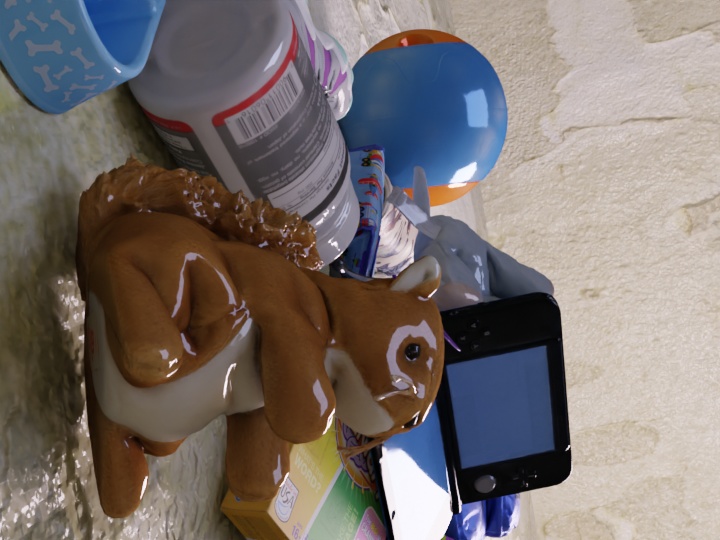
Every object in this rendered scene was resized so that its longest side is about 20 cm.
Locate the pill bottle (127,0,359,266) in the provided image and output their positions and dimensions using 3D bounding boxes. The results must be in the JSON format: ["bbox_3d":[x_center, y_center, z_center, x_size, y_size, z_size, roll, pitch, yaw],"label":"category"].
[{"bbox_3d":[-0.072,-0.091,0.735,0.201,0.112,0.115,64,21,-53],"label":"pill bottle"}]

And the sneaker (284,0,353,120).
[{"bbox_3d":[-0.066,-0.166,0.922,0.200,0.077,0.142,53,31,-46],"label":"sneaker"}]

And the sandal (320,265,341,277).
[{"bbox_3d":[-0.050,0.079,0.848,0.079,0.057,0.205,24,66,-56],"label":"sandal"}]

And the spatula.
[{"bbox_3d":[0.000,0.000,0.821,0.021,0.199,0.056,-55,147,-5],"label":"spatula"}]

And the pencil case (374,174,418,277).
[{"bbox_3d":[0.017,-0.047,1.175,0.200,0.077,0.091,48,58,-67],"label":"pencil case"}]

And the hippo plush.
[{"bbox_3d":[0.064,0.047,0.963,0.199,0.161,0.159,39,29,2],"label":"hippo plush"}]

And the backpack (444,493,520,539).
[{"bbox_3d":[0.072,0.208,1.045,0.200,0.165,0.165,52,25,-69],"label":"backpack"}]

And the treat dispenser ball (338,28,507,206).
[{"bbox_3d":[0.071,-0.175,1.225,0.201,0.198,0.204,-9,90,-77],"label":"treat dispenser ball"}]

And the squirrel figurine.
[{"bbox_3d":[-0.051,0.017,0.561,0.201,0.184,0.143,-114,-150,-41],"label":"squirrel figurine"}]

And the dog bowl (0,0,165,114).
[{"bbox_3d":[-0.150,-0.176,0.591,0.202,0.049,0.112,-85,162,-45],"label":"dog bowl"}]

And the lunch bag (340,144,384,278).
[{"bbox_3d":[-0.023,0.007,0.993,0.151,0.092,0.203,-83,172,-55],"label":"lunch bag"}]

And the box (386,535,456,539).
[{"bbox_3d":[0.032,0.277,0.871,0.198,0.036,0.145,25,45,-27],"label":"box"}]

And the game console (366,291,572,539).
[{"bbox_3d":[0.094,0.142,0.846,0.119,0.168,0.202,-101,179,-58],"label":"game console"}]

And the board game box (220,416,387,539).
[{"bbox_3d":[-0.018,0.135,0.799,0.154,0.040,0.202,59,40,-39],"label":"board game box"}]
